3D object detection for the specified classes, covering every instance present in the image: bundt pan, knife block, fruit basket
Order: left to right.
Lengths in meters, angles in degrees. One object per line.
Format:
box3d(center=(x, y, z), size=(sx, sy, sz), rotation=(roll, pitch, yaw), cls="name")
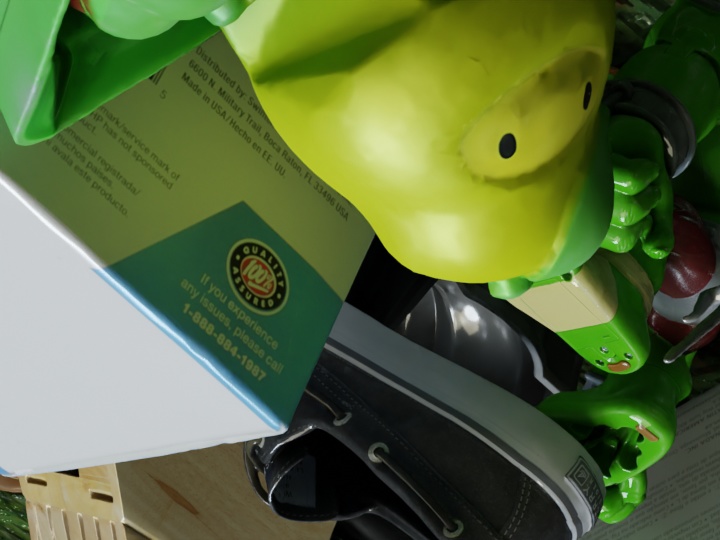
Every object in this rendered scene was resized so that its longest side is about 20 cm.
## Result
box3d(center=(-0.049, 0.084, 0.901), size=(0.064, 0.175, 0.202), rotation=(5, 110, 43), cls="knife block")
box3d(center=(0.000, 0.000, 0.857), size=(0.200, 0.076, 0.202), rotation=(20, 150, 12), cls="bundt pan")
box3d(center=(0.005, -0.093, 0.554), size=(0.215, 0.217, 0.156), rotation=(29, 151, -4), cls="fruit basket")

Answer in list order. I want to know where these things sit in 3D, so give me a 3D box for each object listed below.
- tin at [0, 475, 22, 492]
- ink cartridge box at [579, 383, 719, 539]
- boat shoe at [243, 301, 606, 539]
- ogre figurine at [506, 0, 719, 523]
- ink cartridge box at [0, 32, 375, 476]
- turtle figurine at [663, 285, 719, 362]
box3d(center=(-0.125, 0.088, 1.053), size=(0.111, 0.042, 0.200), rotation=(19, 179, 3), cls="tin")
box3d(center=(0.136, 0.118, 0.754), size=(0.162, 0.201, 0.050), rotation=(-33, 123, 23), cls="ink cartridge box")
box3d(center=(-0.005, 0.059, 0.766), size=(0.199, 0.066, 0.070), rotation=(26, 154, 42), cls="boat shoe")
box3d(center=(0.096, -0.010, 0.718), size=(0.098, 0.120, 0.201), rotation=(10, 146, 36), cls="ogre figurine")
box3d(center=(-0.076, -0.065, 0.684), size=(0.145, 0.201, 0.147), rotation=(-13, 132, 46), cls="ink cartridge box")
box3d(center=(0.158, -0.013, 0.575), size=(0.100, 0.201, 0.150), rotation=(33, 150, -10), cls="turtle figurine")
